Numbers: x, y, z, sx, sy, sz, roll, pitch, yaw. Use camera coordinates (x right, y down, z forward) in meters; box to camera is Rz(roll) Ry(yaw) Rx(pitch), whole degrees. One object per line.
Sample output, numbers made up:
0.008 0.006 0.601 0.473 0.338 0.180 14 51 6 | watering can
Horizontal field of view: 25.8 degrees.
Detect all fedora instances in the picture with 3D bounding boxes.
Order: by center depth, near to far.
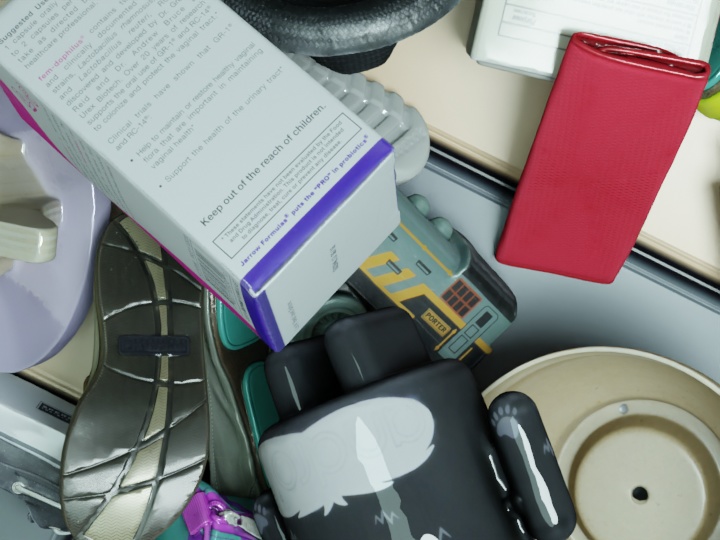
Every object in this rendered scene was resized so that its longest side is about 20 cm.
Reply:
-0.013 -0.182 0.874 0.200 0.092 0.201 -2 62 4 | fedora

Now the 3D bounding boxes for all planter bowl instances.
0.155 0.138 0.910 0.200 0.135 0.200 1 93 21 | planter bowl

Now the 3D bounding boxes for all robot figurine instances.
0.022 0.122 0.824 0.125 0.150 0.200 -19 83 -21 | robot figurine

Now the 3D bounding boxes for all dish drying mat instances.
0.131 -0.057 0.880 0.077 0.200 0.018 11 57 -1 | dish drying mat

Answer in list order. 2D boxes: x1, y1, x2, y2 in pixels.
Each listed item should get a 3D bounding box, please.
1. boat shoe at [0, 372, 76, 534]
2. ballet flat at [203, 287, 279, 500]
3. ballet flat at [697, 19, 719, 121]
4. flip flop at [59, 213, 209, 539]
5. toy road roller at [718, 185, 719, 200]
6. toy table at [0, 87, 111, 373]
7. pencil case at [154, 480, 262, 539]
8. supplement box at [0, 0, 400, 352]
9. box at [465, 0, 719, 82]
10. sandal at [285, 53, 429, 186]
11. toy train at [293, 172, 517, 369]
-0.180 0.130 0.974 0.200 0.072 0.068 28 103 -2 | boat shoe
-0.084 0.051 0.960 0.064 0.067 0.200 -3 99 31 | ballet flat
0.263 -0.168 0.903 0.067 0.067 0.200 28 105 -24 | ballet flat
-0.128 0.063 0.902 0.081 0.058 0.200 5 70 -12 | flip flop
0.323 -0.029 0.905 0.200 0.146 0.123 -2 104 42 | toy road roller
-0.226 -0.032 0.905 0.184 0.117 0.200 -1 97 24 | toy table
-0.027 0.179 0.932 0.200 0.085 0.092 14 140 -27 | pencil case
-0.085 -0.070 0.799 0.200 0.101 0.103 40 78 14 | supplement box
0.142 -0.202 0.873 0.128 0.109 0.200 13 101 -1 | box
-0.055 -0.106 0.931 0.203 0.082 0.050 34 144 -5 | sandal
0.000 0.000 0.910 0.114 0.085 0.200 -44 120 3 | toy train
